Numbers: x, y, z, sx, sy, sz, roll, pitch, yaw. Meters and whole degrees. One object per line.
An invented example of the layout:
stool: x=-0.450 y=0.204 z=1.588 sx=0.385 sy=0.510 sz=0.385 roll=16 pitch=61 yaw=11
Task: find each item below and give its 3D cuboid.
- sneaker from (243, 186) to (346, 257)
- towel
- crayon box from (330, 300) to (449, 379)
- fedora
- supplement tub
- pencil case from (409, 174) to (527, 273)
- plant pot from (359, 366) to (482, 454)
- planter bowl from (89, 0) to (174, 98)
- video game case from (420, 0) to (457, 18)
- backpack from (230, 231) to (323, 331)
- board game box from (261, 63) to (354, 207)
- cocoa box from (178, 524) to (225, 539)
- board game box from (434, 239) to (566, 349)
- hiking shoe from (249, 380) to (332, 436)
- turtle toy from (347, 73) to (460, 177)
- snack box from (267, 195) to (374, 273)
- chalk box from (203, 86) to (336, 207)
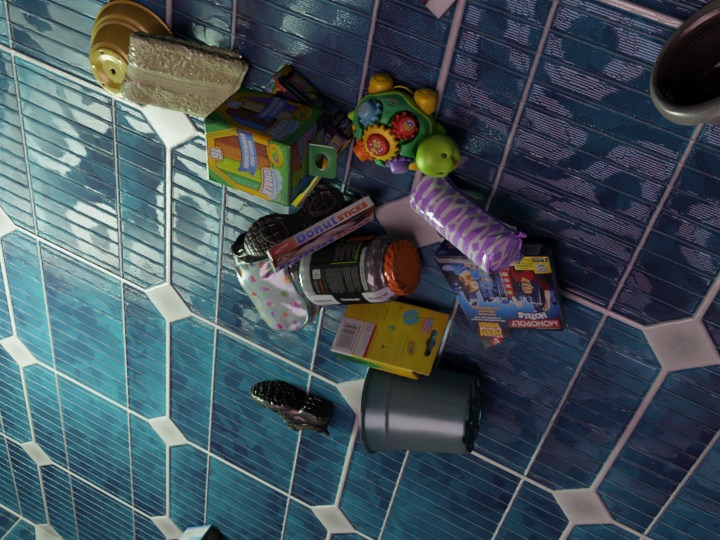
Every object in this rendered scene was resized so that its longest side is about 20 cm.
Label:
sneaker: x=-0.110 y=-0.072 z=1.576 sx=0.200 sy=0.091 sz=0.076 roll=-24 pitch=70 yaw=6
towel: x=-0.302 y=-0.329 z=1.517 sx=0.200 sy=0.037 sz=0.148 roll=11 pitch=136 yaw=-15
crayon box: x=0.059 y=0.123 z=1.648 sx=0.200 sy=0.127 sz=0.051 roll=13 pitch=160 yaw=24
fedora: x=0.461 y=-0.250 z=1.089 sx=0.090 sy=0.177 sz=0.200 roll=25 pitch=135 yaw=-32
supplement tub: x=0.000 y=0.000 z=1.590 sx=0.200 sy=0.123 sz=0.123 roll=-3 pitch=123 yaw=35
pencil case: x=0.167 y=-0.079 z=1.407 sx=0.200 sy=0.084 sz=0.086 roll=41 pitch=116 yaw=27
plant pot: x=0.123 y=0.264 z=1.696 sx=0.196 sy=0.200 sz=0.200 roll=5 pitch=128 yaw=19
planter bowl: x=-0.418 y=-0.369 z=1.577 sx=0.200 sy=0.083 sz=0.200 roll=17 pitch=132 yaw=20
video game case: x=0.095 y=-0.473 z=1.199 sx=0.200 sy=0.036 sz=0.181 roll=44 pitch=135 yaw=-7
backpack: x=-0.149 y=0.015 z=1.691 sx=0.167 sy=0.127 sz=0.200 roll=-10 pitch=117 yaw=38
board game box: x=-0.117 y=-0.227 z=1.525 sx=0.165 sy=0.057 sz=0.200 roll=39 pitch=136 yaw=-5
cocoa box: x=-0.442 y=0.856 z=2.574 sx=0.133 sy=0.131 sz=0.200 roll=-21 pitch=112 yaw=42
board game box: x=0.247 y=0.042 z=1.501 sx=0.200 sy=0.062 sz=0.200 roll=2 pitch=126 yaw=31
hiking shoe: x=-0.161 y=0.318 z=1.989 sx=0.200 sy=0.076 sz=0.101 roll=19 pitch=130 yaw=17
turtle toy: x=0.067 y=-0.210 z=1.388 sx=0.200 sy=0.101 sz=0.146 roll=22 pitch=134 yaw=16
snack box: x=-0.067 y=-0.062 z=1.529 sx=0.024 sy=0.200 sz=0.072 roll=58 pitch=171 yaw=14
chalk box: x=-0.135 y=-0.195 z=1.433 sx=0.200 sy=0.124 sz=0.125 roll=20 pitch=134 yaw=17
